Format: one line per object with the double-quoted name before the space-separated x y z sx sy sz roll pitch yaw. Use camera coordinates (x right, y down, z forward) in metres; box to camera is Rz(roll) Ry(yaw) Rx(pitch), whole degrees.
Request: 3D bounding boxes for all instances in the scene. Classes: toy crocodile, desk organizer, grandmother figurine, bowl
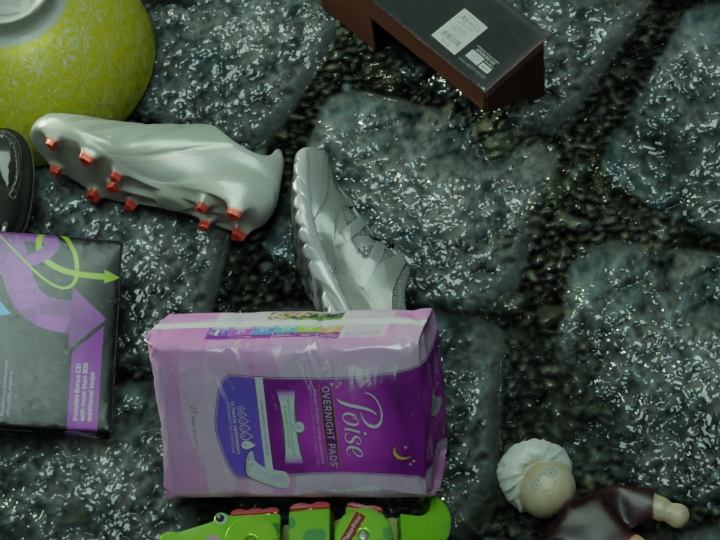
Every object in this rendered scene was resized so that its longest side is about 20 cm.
"toy crocodile" -0.037 0.183 1.212 0.197 0.068 0.062 -3 56 2
"desk organizer" 0.053 -0.196 1.406 0.072 0.077 0.200 -41 65 -16
"grandmother figurine" 0.167 0.189 1.192 0.121 0.061 0.200 -34 65 -22
"bowl" -0.268 -0.194 1.424 0.198 0.108 0.202 -2 61 4

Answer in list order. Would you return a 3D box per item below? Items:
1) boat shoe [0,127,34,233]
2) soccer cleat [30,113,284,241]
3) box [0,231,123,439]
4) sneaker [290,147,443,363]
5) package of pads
"boat shoe" -0.298 -0.020 1.341 0.066 0.057 0.202 18 75 10
"soccer cleat" -0.154 -0.085 1.378 0.198 0.070 0.078 18 59 8
"box" -0.273 0.043 1.288 0.198 0.036 0.145 3 73 -10
"sneaker" 0.000 0.000 1.315 0.081 0.075 0.202 -15 72 -10
"package of pads" -0.043 0.092 1.223 0.198 0.122 0.076 -1 20 12
